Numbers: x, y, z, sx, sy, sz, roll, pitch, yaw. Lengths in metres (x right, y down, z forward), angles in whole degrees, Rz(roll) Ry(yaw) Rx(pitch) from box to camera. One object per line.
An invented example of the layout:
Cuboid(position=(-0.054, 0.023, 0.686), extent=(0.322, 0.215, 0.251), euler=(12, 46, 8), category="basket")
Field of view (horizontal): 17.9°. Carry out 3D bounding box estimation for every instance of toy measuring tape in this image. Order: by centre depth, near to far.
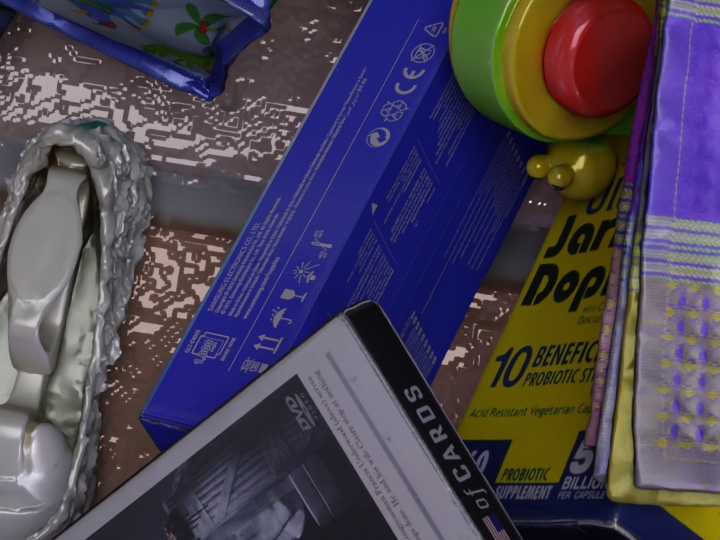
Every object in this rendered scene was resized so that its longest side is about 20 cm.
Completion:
Cuboid(position=(0.061, -0.113, 0.756), extent=(0.073, 0.074, 0.201), euler=(-8, 116, -3), category="toy measuring tape")

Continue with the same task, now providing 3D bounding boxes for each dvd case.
Cuboid(position=(-0.027, 0.123, 0.707), extent=(0.200, 0.025, 0.151), euler=(-38, 79, 33), category="dvd case")

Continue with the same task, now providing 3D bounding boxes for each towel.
Cuboid(position=(0.150, -0.021, 0.687), extent=(0.142, 0.023, 0.202), euler=(8, 92, 1), category="towel")

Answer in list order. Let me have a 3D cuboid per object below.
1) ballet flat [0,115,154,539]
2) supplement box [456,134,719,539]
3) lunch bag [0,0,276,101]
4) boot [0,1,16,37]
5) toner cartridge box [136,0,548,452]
Cuboid(position=(-0.126, 0.036, 0.843), extent=(0.071, 0.072, 0.202), euler=(11, 85, -1), category="ballet flat")
Cuboid(position=(0.126, 0.026, 0.793), extent=(0.109, 0.109, 0.201), euler=(37, 67, -25), category="supplement box")
Cuboid(position=(-0.098, -0.185, 0.801), extent=(0.199, 0.127, 0.171), euler=(25, 72, -8), category="lunch bag")
Cuboid(position=(-0.157, -0.152, 0.866), extent=(0.090, 0.073, 0.201), euler=(21, 90, -9), category="boot")
Cuboid(position=(0.000, 0.000, 0.802), extent=(0.043, 0.095, 0.201), euler=(12, 58, 29), category="toner cartridge box")
